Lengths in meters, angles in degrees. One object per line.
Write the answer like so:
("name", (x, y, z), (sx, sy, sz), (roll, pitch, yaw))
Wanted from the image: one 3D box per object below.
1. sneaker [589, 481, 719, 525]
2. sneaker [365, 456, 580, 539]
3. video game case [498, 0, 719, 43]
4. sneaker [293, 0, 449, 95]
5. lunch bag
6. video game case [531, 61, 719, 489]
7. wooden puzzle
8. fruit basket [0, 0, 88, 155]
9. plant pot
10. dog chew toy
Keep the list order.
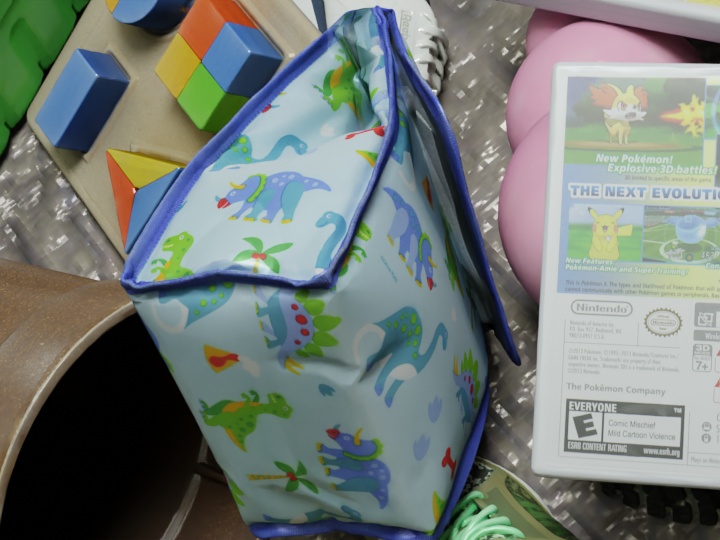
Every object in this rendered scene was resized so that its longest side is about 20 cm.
("sneaker", (0.185, 0.065, 0.774), (0.198, 0.079, 0.091), (5, 57, 13))
("sneaker", (0.067, 0.132, 0.767), (0.199, 0.089, 0.077), (32, 79, 31))
("video game case", (0.171, -0.194, 0.818), (0.199, 0.023, 0.183), (19, 67, 38))
("sneaker", (0.013, -0.109, 0.922), (0.080, 0.077, 0.201), (-15, 62, 3))
("lunch bag", (0.000, 0.000, 0.777), (0.126, 0.171, 0.201), (-1, 40, 23))
("video game case", (0.177, 0.003, 0.714), (0.198, 0.022, 0.184), (3, 85, 13))
("wooden puzzle", (-0.118, -0.105, 0.938), (0.186, 0.046, 0.200), (-55, 52, 24))
("fruit basket", (-0.260, -0.176, 0.979), (0.155, 0.216, 0.217), (16, 71, 32))
("plant pot", (-0.172, 0.081, 0.835), (0.197, 0.200, 0.201), (16, 71, 35))
("dog chew toy", (0.127, -0.069, 0.831), (0.124, 0.125, 0.201), (-12, 53, 15))
